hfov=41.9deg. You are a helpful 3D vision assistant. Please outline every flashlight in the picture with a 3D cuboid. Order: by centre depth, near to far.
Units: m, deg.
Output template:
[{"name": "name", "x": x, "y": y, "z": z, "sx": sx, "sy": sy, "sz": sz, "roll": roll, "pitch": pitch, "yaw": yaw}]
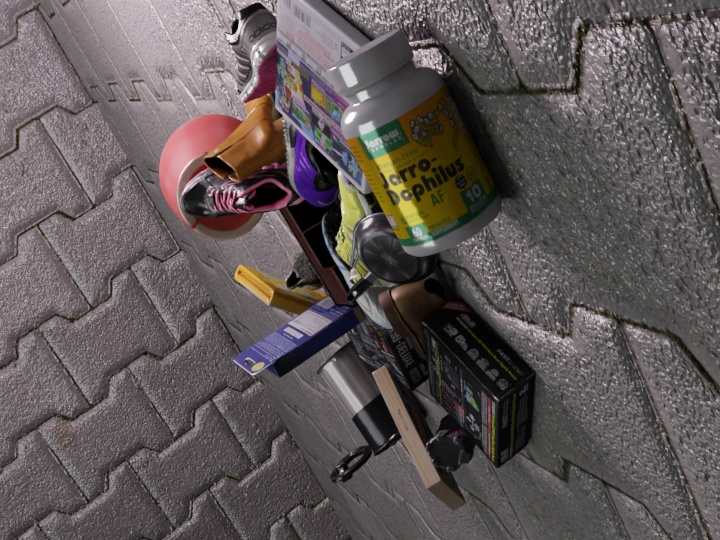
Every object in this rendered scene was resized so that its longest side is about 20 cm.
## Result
[{"name": "flashlight", "x": 0.131, "y": 0.247, "z": 1.361, "sx": 0.068, "sy": 0.067, "sz": 0.200, "roll": 57, "pitch": -169, "yaw": 10}]

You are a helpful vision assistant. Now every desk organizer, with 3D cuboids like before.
[{"name": "desk organizer", "x": -0.048, "y": -0.047, "z": 1.451, "sx": 0.201, "sy": 0.071, "sz": 0.077, "roll": 59, "pitch": 162, "yaw": -10}]

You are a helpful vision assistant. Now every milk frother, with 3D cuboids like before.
[{"name": "milk frother", "x": -0.016, "y": 0.259, "z": 1.723, "sx": 0.189, "sy": 0.199, "sz": 0.181, "roll": 53, "pitch": 168, "yaw": 13}]

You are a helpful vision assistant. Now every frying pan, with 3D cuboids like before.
[{"name": "frying pan", "x": 0.016, "y": -0.014, "z": 1.224, "sx": 0.189, "sy": 0.031, "sz": 0.115, "roll": -20, "pitch": 119, "yaw": 38}]

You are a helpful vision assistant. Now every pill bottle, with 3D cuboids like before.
[{"name": "pill bottle", "x": 0.049, "y": -0.126, "z": 0.919, "sx": 0.202, "sy": 0.112, "sz": 0.113, "roll": 62, "pitch": 164, "yaw": -15}]

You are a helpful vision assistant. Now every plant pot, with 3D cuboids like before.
[{"name": "plant pot", "x": -0.227, "y": -0.139, "z": 1.515, "sx": 0.202, "sy": 0.199, "sz": 0.177, "roll": 62, "pitch": 177, "yaw": -20}]

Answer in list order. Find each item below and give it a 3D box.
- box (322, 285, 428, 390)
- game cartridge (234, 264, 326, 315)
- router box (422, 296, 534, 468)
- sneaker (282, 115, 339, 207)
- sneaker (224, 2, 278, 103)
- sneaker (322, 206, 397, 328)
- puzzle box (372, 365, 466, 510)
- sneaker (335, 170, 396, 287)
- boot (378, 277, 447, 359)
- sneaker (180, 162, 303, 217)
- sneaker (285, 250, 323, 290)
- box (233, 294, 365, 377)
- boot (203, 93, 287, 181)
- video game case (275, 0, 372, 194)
[{"name": "box", "x": 0.026, "y": 0.096, "z": 1.547, "sx": 0.159, "sy": 0.049, "sz": 0.200, "roll": 63, "pitch": 163, "yaw": -20}, {"name": "game cartridge", "x": -0.110, "y": 0.051, "z": 1.699, "sx": 0.198, "sy": 0.033, "sz": 0.176, "roll": 18, "pitch": -173, "yaw": -32}, {"name": "router box", "x": 0.155, "y": 0.150, "z": 1.238, "sx": 0.150, "sy": 0.062, "sz": 0.201, "roll": 48, "pitch": 162, "yaw": 32}, {"name": "sneaker", "x": -0.049, "y": -0.139, "z": 1.273, "sx": 0.099, "sy": 0.069, "sz": 0.201, "roll": 44, "pitch": 161, "yaw": 30}, {"name": "sneaker", "x": -0.138, "y": -0.290, "z": 1.246, "sx": 0.088, "sy": 0.073, "sz": 0.200, "roll": 61, "pitch": 165, "yaw": 4}, {"name": "sneaker", "x": 0.000, "y": 0.000, "z": 1.391, "sx": 0.201, "sy": 0.072, "sz": 0.072, "roll": 58, "pitch": 154, "yaw": -3}, {"name": "puzzle box", "x": 0.087, "y": 0.248, "z": 1.388, "sx": 0.201, "sy": 0.025, "sz": 0.133, "roll": 63, "pitch": -173, "yaw": 33}, {"name": "sneaker", "x": -0.002, "y": -0.050, "z": 1.253, "sx": 0.076, "sy": 0.075, "sz": 0.202, "roll": -89, "pitch": -16, "yaw": -52}, {"name": "boot", "x": 0.092, "y": 0.065, "z": 1.259, "sx": 0.074, "sy": 0.075, "sz": 0.200, "roll": 66, "pitch": -170, "yaw": 25}, {"name": "sneaker", "x": -0.176, "y": -0.111, "z": 1.376, "sx": 0.096, "sy": 0.197, "sz": 0.080, "roll": -74, "pitch": -27, "yaw": -66}, {"name": "sneaker", "x": -0.103, "y": 0.001, "z": 1.675, "sx": 0.077, "sy": 0.088, "sz": 0.200, "roll": 54, "pitch": 164, "yaw": 9}, {"name": "box", "x": -0.100, "y": 0.109, "z": 1.490, "sx": 0.033, "sy": 0.199, "sz": 0.121, "roll": 64, "pitch": 162, "yaw": -18}, {"name": "boot", "x": -0.174, "y": -0.199, "z": 1.392, "sx": 0.201, "sy": 0.143, "sz": 0.071, "roll": 34, "pitch": 153, "yaw": 54}, {"name": "video game case", "x": -0.038, "y": -0.216, "z": 1.096, "sx": 0.200, "sy": 0.023, "sz": 0.184, "roll": 46, "pitch": 147, "yaw": 32}]
